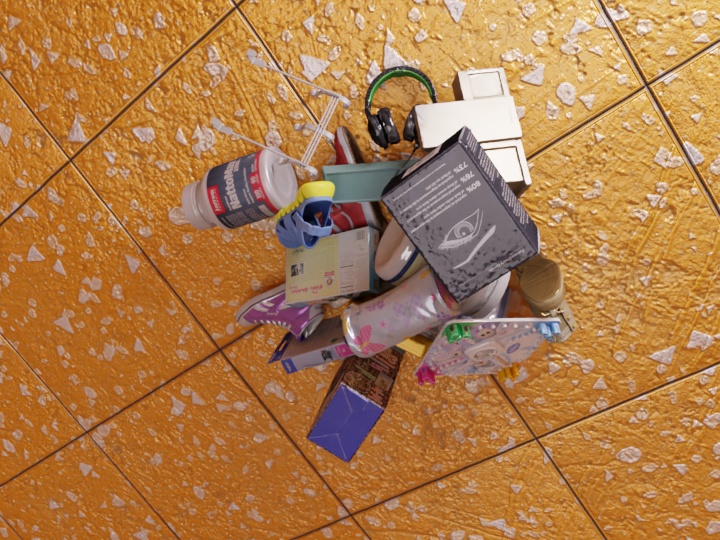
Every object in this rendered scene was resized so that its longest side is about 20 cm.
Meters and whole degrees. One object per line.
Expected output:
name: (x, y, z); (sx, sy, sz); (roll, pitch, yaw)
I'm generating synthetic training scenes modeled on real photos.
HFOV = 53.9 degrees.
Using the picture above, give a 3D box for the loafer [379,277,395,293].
loafer: (0.000, 0.000, 1.319); (0.197, 0.075, 0.071); (-1, 108, 35)

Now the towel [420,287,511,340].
towel: (0.174, 0.067, 1.273); (0.197, 0.149, 0.024); (20, 159, -7)

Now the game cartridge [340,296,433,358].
game cartridge: (0.055, 0.099, 1.299); (0.174, 0.200, 0.033); (26, 100, 3)

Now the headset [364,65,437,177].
headset: (0.068, -0.238, 1.165); (0.121, 0.094, 0.204); (-3, 87, 7)

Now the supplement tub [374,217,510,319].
supplement tub: (0.138, -0.014, 1.194); (0.198, 0.146, 0.146); (27, 120, -16)

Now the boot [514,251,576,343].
boot: (0.323, 0.060, 1.203); (0.072, 0.200, 0.157); (-27, 107, 7)

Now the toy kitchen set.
toy kitchen set: (0.157, -0.195, 1.168); (0.160, 0.181, 0.204); (-7, 76, -10)

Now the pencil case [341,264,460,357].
pencil case: (0.063, 0.065, 1.123); (0.198, 0.083, 0.092); (-28, 82, 29)

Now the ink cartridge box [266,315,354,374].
ink cartridge box: (-0.079, 0.143, 1.401); (0.197, 0.120, 0.042); (-17, 112, 22)

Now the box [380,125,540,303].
box: (0.149, -0.081, 1.036); (0.147, 0.105, 0.201); (-32, 102, 24)

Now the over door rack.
over door rack: (-0.134, -0.266, 1.214); (0.198, 0.067, 0.150); (26, 83, 0)

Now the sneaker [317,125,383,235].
sneaker: (-0.039, -0.152, 1.278); (0.111, 0.071, 0.203); (-12, 113, 18)

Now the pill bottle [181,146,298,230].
pill bottle: (-0.226, -0.143, 1.309); (0.197, 0.120, 0.121); (-15, 110, 22)

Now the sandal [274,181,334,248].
sandal: (-0.098, -0.077, 1.235); (0.078, 0.089, 0.200); (-3, 161, -22)

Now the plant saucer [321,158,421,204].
plant saucer: (0.032, -0.150, 1.218); (0.196, 0.019, 0.071); (-4, 116, 6)

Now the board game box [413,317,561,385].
board game box: (0.208, 0.139, 1.183); (0.196, 0.026, 0.201); (0, 148, -15)

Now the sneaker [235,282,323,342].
sneaker: (-0.161, 0.098, 1.406); (0.198, 0.072, 0.116); (-26, 75, 26)

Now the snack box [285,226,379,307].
snack box: (-0.055, -0.003, 1.303); (0.197, 0.037, 0.118); (-10, 72, 34)

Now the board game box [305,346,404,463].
board game box: (-0.007, 0.238, 1.379); (0.096, 0.201, 0.161); (30, 120, -1)
